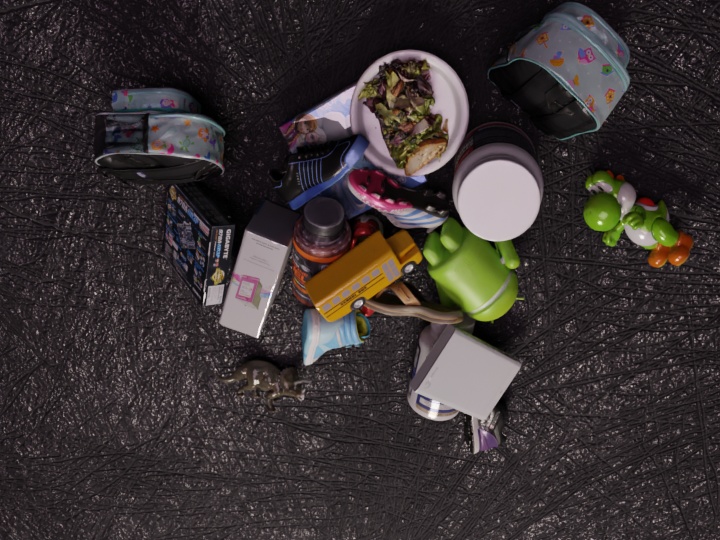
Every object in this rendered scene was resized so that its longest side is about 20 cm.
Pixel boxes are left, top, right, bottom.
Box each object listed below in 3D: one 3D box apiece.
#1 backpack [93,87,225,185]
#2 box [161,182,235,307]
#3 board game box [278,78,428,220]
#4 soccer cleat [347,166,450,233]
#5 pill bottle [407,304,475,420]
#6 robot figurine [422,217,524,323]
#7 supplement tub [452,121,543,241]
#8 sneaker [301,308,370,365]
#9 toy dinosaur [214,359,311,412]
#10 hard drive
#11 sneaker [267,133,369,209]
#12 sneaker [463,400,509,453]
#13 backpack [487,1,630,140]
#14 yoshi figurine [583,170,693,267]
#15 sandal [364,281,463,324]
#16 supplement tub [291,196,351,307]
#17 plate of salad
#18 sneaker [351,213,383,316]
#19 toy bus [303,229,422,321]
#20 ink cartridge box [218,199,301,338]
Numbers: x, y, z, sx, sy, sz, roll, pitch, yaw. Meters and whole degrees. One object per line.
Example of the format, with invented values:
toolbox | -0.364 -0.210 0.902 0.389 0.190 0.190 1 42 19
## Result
backpack | -0.327 -0.221 1.123 0.194 0.178 0.155 5 86 7
box | -0.299 -0.056 1.201 0.045 0.200 0.163 -8 125 -37
board game box | -0.011 -0.207 1.148 0.195 0.044 0.203 -24 110 19
soccer cleat | 0.058 -0.108 1.121 0.195 0.071 0.087 15 142 -21
pill bottle | 0.158 0.172 1.257 0.108 0.112 0.205 12 117 4
robot figurine | 0.197 0.005 1.169 0.200 0.116 0.175 44 121 -12
supplement tub | 0.215 -0.144 1.048 0.136 0.201 0.144 4 116 8
sneaker | -0.049 0.129 1.269 0.127 0.082 0.201 -3 161 -9
toy dinosaur | -0.201 0.227 1.383 0.196 0.077 0.105 22 106 5
hard drive | 0.194 0.188 1.199 0.198 0.026 0.134 27 100 -36
sneaker | -0.075 -0.179 1.103 0.198 0.071 0.078 -32 113 33
sneaker | 0.252 0.264 1.319 0.085 0.076 0.205 -9 115 -8
backpack | 0.299 -0.289 0.965 0.175 0.200 0.154 41 99 -9
yoshi figurine | 0.442 -0.074 1.095 0.199 0.113 0.113 38 123 -6
sandal | 0.088 0.049 1.166 0.195 0.080 0.056 11 103 15
supplement tub | -0.070 -0.033 1.171 0.104 0.109 0.203 13 139 4
plate of salad | 0.078 -0.247 1.066 0.194 0.048 0.205 3 115 5
sneaker | 0.000 0.000 1.220 0.075 0.085 0.205 4 116 9
toy bus | 0.006 0.001 1.124 0.198 0.066 0.079 -35 144 1
ink cartridge box | -0.184 -0.003 1.218 0.083 0.145 0.203 21 117 -4
